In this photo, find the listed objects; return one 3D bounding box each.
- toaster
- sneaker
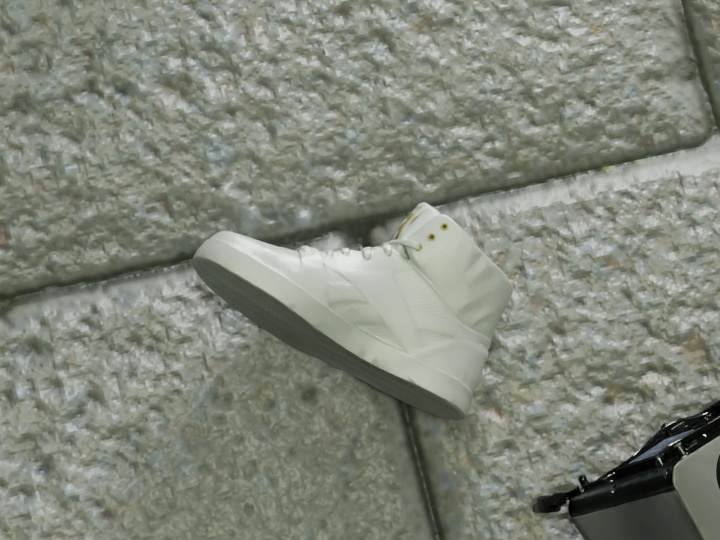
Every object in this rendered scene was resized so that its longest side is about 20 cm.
[{"bbox_3d":[0.238,0.136,1.174,0.181,0.200,0.119,-28,86,-21],"label":"toaster"},{"bbox_3d":[0.000,0.000,1.221,0.200,0.074,0.116,29,73,-12],"label":"sneaker"}]
